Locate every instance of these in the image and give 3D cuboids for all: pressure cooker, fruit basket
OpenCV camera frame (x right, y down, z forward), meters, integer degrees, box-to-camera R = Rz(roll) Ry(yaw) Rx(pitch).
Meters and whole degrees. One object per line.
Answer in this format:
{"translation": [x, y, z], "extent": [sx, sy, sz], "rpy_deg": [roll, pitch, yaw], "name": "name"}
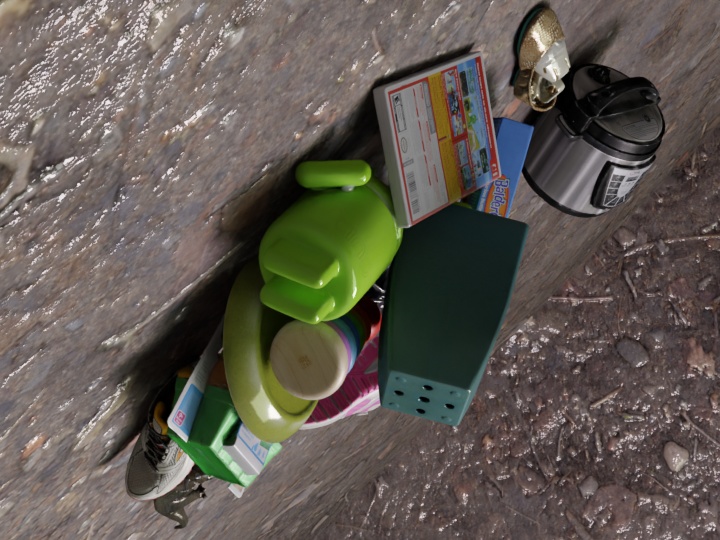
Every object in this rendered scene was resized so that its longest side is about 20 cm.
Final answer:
{"translation": [0.339, -0.199, 1.806], "extent": [0.177, 0.176, 0.201], "rpy_deg": [-76, -167, -46], "name": "pressure cooker"}
{"translation": [-0.122, 0.126, 1.373], "extent": [0.202, 0.093, 0.186], "rpy_deg": [-58, 146, -22], "name": "fruit basket"}

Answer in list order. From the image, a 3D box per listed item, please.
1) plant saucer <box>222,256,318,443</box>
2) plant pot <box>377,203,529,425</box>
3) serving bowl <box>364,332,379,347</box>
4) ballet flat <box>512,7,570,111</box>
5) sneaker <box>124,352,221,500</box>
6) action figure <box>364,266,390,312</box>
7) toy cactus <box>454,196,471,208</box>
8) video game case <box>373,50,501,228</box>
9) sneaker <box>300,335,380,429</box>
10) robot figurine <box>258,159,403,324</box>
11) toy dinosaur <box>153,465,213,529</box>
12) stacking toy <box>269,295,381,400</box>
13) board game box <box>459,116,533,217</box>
{"translation": [-0.084, 0.084, 1.351], "extent": [0.031, 0.204, 0.199], "rpy_deg": [-4, -174, 26], "name": "plant saucer"}
{"translation": [0.087, 0.052, 1.355], "extent": [0.142, 0.139, 0.202], "rpy_deg": [101, 5, -58], "name": "plant pot"}
{"translation": [-0.057, 0.095, 1.634], "extent": [0.198, 0.066, 0.201], "rpy_deg": [-25, 155, -12], "name": "serving bowl"}
{"translation": [0.229, -0.254, 1.536], "extent": [0.070, 0.065, 0.200], "rpy_deg": [-44, 166, -6], "name": "ballet flat"}
{"translation": [-0.223, 0.180, 1.436], "extent": [0.202, 0.077, 0.082], "rpy_deg": [-60, 158, 17], "name": "sneaker"}
{"translation": [0.059, 0.030, 1.528], "extent": [0.199, 0.101, 0.121], "rpy_deg": [-2, 108, -69], "name": "action figure"}
{"translation": [0.068, -0.083, 1.511], "extent": [0.164, 0.102, 0.201], "rpy_deg": [-27, -154, 35], "name": "toy cactus"}
{"translation": [0.086, -0.143, 1.326], "extent": [0.017, 0.145, 0.199], "rpy_deg": [0, -162, 37], "name": "video game case"}
{"translation": [-0.017, 0.157, 1.619], "extent": [0.197, 0.082, 0.089], "rpy_deg": [-21, 153, -17], "name": "sneaker"}
{"translation": [-0.027, -0.028, 1.274], "extent": [0.200, 0.114, 0.178], "rpy_deg": [-49, 151, -49], "name": "robot figurine"}
{"translation": [-0.246, 0.290, 1.704], "extent": [0.101, 0.078, 0.200], "rpy_deg": [-16, 155, -40], "name": "toy dinosaur"}
{"translation": [-0.027, 0.069, 1.361], "extent": [0.086, 0.085, 0.200], "rpy_deg": [-51, 176, 22], "name": "stacking toy"}
{"translation": [0.157, -0.089, 1.565], "extent": [0.152, 0.044, 0.203], "rpy_deg": [-111, -143, -82], "name": "board game box"}
